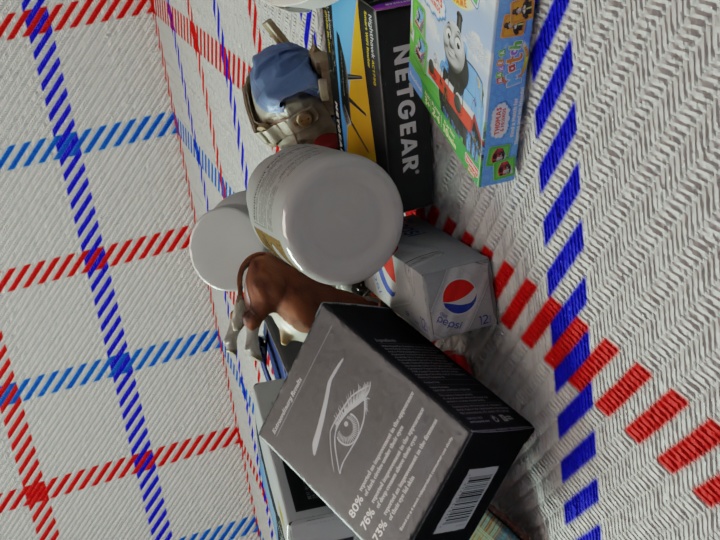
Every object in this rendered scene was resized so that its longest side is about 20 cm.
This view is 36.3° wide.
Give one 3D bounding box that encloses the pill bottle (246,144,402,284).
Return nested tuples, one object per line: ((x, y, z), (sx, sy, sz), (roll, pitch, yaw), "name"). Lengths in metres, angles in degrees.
((-0.044, -0.060, 1.039), (0.200, 0.113, 0.116), (-151, 48, -69), "pill bottle")

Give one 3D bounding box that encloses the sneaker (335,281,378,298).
((0.000, 0.000, 1.228), (0.079, 0.073, 0.202), (35, 142, 54), "sneaker")

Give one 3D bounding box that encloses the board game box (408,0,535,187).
((0.080, -0.188, 0.820), (0.202, 0.036, 0.152), (91, 160, -44), "board game box")

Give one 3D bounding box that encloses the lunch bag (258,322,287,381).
((-0.070, 0.129, 1.530), (0.136, 0.131, 0.202), (119, 135, -70), "lunch bag")

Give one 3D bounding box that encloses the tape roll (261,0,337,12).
((-0.052, -0.339, 0.990), (0.201, 0.037, 0.206), (7, 100, 43), "tape roll")

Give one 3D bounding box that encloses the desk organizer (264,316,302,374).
((-0.082, 0.063, 1.430), (0.202, 0.071, 0.077), (65, -175, 12), "desk organizer")

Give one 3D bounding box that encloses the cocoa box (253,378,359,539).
((-0.030, 0.219, 1.130), (0.201, 0.131, 0.133), (-113, 18, -52), "cocoa box")

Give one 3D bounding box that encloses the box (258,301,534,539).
((0.027, 0.141, 0.972), (0.200, 0.104, 0.149), (40, 110, 35), "box")

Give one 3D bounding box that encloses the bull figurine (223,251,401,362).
((-0.042, 0.059, 1.111), (0.123, 0.198, 0.065), (-63, -7, -15), "bull figurine")

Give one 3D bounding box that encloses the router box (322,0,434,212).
((0.015, -0.176, 1.050), (0.149, 0.050, 0.202), (-129, 28, -55), "router box")

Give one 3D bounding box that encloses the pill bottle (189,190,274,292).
((-0.114, -0.035, 1.244), (0.200, 0.113, 0.116), (-26, -76, -72), "pill bottle")

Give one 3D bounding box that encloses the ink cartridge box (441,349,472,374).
((0.064, 0.146, 1.144), (0.200, 0.066, 0.118), (170, 86, -76), "ink cartridge box")

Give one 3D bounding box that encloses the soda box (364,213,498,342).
((0.057, 0.002, 1.032), (0.200, 0.067, 0.064), (-139, 37, -68), "soda box")

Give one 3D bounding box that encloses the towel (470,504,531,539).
((0.105, 0.265, 1.077), (0.146, 0.022, 0.201), (40, 152, 15), "towel")

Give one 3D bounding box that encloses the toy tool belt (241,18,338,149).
((-0.068, -0.197, 1.230), (0.201, 0.123, 0.124), (-123, 15, -51), "toy tool belt")
